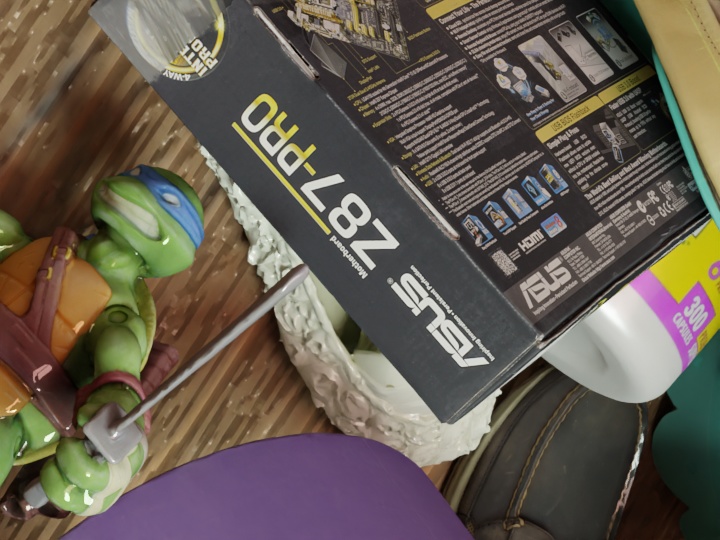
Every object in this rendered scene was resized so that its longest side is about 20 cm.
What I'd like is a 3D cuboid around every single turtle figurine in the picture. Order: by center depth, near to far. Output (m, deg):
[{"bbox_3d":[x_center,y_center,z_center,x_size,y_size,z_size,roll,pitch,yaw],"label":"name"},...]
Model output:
[{"bbox_3d":[-0.134,0.027,0.873,0.144,0.200,0.194,41,85,-4],"label":"turtle figurine"}]

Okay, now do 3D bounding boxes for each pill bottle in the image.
[{"bbox_3d":[0.127,-0.056,1.038,0.200,0.104,0.104,-49,122,-12],"label":"pill bottle"}]

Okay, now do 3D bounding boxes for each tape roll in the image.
[{"bbox_3d":[-0.037,0.155,0.953,0.200,0.085,0.200,-22,140,-20],"label":"tape roll"}]

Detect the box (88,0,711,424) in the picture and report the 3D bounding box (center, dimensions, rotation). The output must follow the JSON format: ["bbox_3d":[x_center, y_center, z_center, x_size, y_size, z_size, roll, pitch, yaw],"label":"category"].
[{"bbox_3d":[0.027,-0.053,0.883,0.161,0.049,0.200,51,29,3],"label":"box"}]

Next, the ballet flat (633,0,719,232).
[{"bbox_3d":[0.115,-0.087,0.914,0.069,0.063,0.200,-5,68,-64],"label":"ballet flat"}]

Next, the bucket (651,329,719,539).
[{"bbox_3d":[0.230,0.050,1.111,0.207,0.135,0.208,-9,108,-29],"label":"bucket"}]

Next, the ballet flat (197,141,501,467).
[{"bbox_3d":[0.000,0.000,0.998,0.072,0.072,0.200,-41,121,-17],"label":"ballet flat"}]

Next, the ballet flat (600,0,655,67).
[{"bbox_3d":[0.101,-0.164,0.994,0.067,0.067,0.201,-14,84,-46],"label":"ballet flat"}]

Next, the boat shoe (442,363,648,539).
[{"bbox_3d":[0.063,0.130,1.064,0.074,0.073,0.200,24,89,-34],"label":"boat shoe"}]
